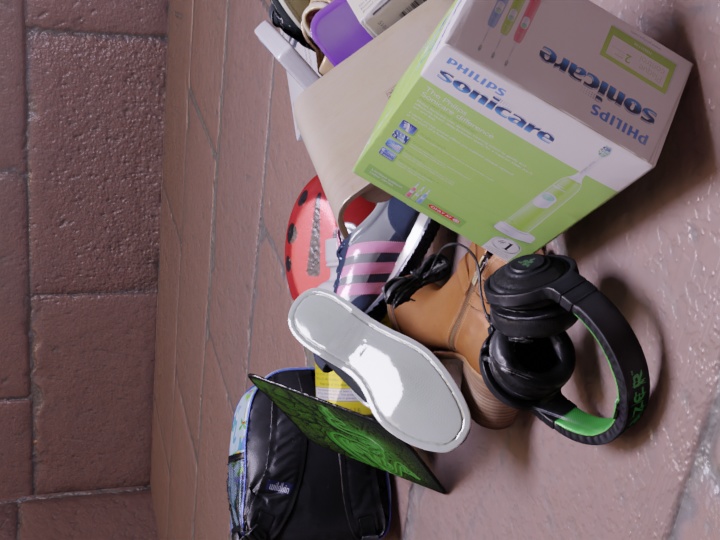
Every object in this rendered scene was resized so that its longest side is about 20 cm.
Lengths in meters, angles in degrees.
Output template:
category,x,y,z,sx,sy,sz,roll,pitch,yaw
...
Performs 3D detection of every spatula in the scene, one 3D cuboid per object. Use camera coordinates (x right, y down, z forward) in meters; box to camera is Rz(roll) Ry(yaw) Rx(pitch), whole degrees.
category,x,y,z,sx,sy,sz,roll,pitch,yaw
spatula,0.028,-0.172,1.010,0.200,0.056,0.021,50,169,11

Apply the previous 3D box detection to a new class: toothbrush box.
category,x,y,z,sx,sy,sz,roll,pitch,yaw
toothbrush box,0.098,-0.098,0.720,0.086,0.145,0.200,-63,6,-21

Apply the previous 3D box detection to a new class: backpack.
category,x,y,z,sx,sy,sz,roll,pitch,yaw
backpack,-0.066,0.217,1.239,0.147,0.182,0.201,141,131,-67

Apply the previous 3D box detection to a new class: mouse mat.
category,x,y,z,sx,sy,sz,roll,pitch,yaw
mouse mat,-0.009,0.157,1.016,0.008,0.160,0.200,-64,-27,-18

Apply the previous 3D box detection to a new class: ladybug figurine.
category,x,y,z,sx,sy,sz,roll,pitch,yaw
ladybug figurine,-0.032,-0.022,1.207,0.135,0.072,0.201,3,95,32

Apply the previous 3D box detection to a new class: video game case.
category,x,y,z,sx,sy,sz,roll,pitch,yaw
video game case,-0.036,-0.181,1.146,0.182,0.023,0.200,47,-175,-22

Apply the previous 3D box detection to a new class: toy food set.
category,x,y,z,sx,sy,sz,roll,pitch,yaw
toy food set,0.042,-0.132,0.899,0.060,0.200,0.144,42,-161,-46

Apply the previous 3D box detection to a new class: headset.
category,x,y,z,sx,sy,sz,roll,pitch,yaw
headset,0.108,0.046,0.754,0.200,0.094,0.124,40,145,38

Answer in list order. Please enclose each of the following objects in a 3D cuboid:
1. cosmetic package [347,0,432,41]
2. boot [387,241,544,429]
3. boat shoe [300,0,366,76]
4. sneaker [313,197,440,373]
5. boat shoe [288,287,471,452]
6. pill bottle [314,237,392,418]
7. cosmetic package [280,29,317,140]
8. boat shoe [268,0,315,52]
category,x,y,z,sx,sy,sz,roll,pitch,yaw
cosmetic package,0.031,-0.285,0.998,0.105,0.071,0.200,-41,39,13
boot,0.093,0.015,0.905,0.200,0.073,0.155,48,139,46
boat shoe,-0.026,-0.254,1.100,0.200,0.069,0.074,-106,36,-50
sneaker,0.000,0.000,1.032,0.200,0.082,0.070,-56,-14,-6
boat shoe,0.023,0.085,0.923,0.200,0.076,0.060,43,-178,29
pill bottle,0.007,0.066,1.110,0.111,0.111,0.201,174,94,-72
cosmetic package,-0.059,-0.292,1.392,0.151,0.051,0.201,116,148,-61
boat shoe,-0.069,-0.291,1.209,0.199,0.066,0.075,9,-99,-64
